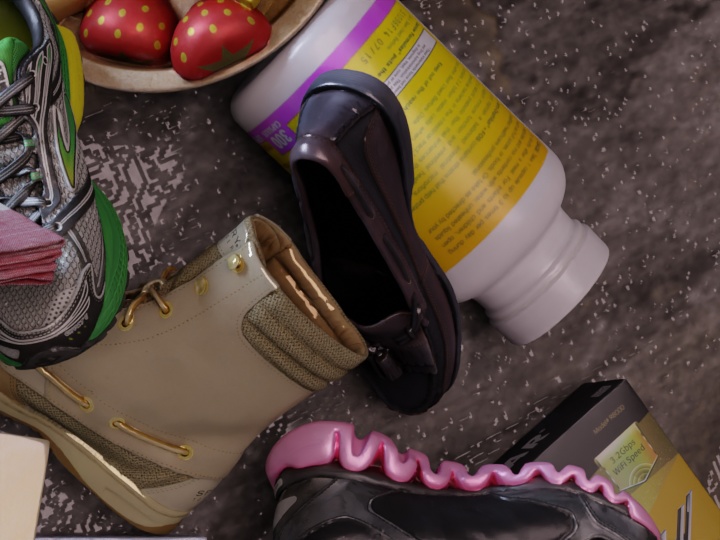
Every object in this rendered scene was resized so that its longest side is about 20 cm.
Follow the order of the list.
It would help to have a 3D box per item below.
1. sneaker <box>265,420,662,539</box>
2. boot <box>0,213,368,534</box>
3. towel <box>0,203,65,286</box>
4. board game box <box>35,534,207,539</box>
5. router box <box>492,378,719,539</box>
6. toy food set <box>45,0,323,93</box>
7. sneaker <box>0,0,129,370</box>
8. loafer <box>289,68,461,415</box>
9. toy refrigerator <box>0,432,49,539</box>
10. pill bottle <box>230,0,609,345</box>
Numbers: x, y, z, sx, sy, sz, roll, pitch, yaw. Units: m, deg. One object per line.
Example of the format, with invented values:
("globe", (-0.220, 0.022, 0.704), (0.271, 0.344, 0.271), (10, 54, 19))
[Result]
("sneaker", (0.048, 0.139, 0.852), (0.199, 0.079, 0.096), (10, 50, -3))
("boot", (-0.111, 0.016, 0.837), (0.155, 0.073, 0.200), (-40, 104, 21))
("towel", (-0.236, -0.031, 0.712), (0.144, 0.200, 0.023), (-11, 120, -50))
("board game box", (-0.175, 0.227, 0.847), (0.199, 0.041, 0.200), (4, 82, -19))
("router box", (0.108, 0.180, 0.948), (0.200, 0.052, 0.157), (-39, 97, -19))
("toy food set", (-0.100, -0.185, 0.881), (0.200, 0.049, 0.198), (32, 80, 16))
("sneaker", (-0.158, -0.049, 0.778), (0.078, 0.085, 0.201), (-18, 66, 2))
("loafer", (0.000, 0.000, 0.867), (0.063, 0.072, 0.201), (-58, 144, -45))
("toy refrigerator", (-0.187, 0.172, 0.787), (0.070, 0.076, 0.201), (11, 79, -18))
("pill bottle", (0.035, -0.054, 0.921), (0.200, 0.104, 0.104), (43, 72, -10))
